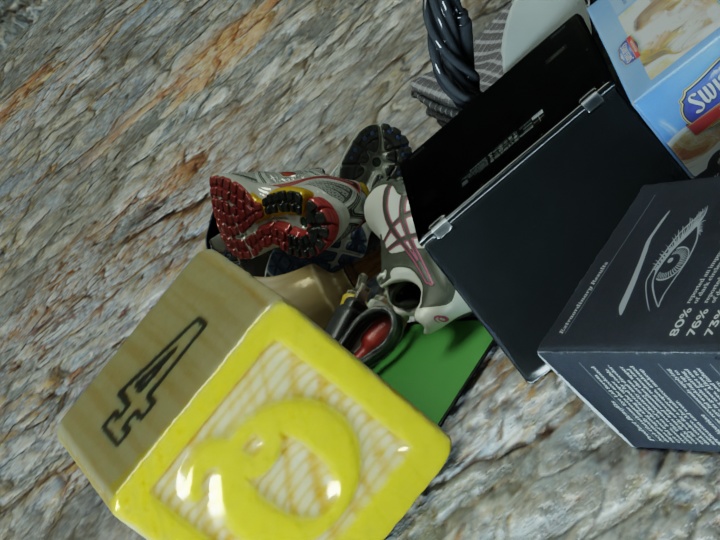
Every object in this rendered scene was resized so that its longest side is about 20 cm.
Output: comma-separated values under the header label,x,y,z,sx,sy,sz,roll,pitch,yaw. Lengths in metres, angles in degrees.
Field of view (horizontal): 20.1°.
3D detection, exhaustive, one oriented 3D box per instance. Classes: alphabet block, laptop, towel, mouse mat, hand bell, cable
label,x,y,z,sx,sy,sz,roll,pitch,yaw
alphabet block,-0.084,0.127,1.527,0.197,0.195,0.200,-53,24,-3
laptop,0.144,-0.058,1.522,0.187,0.116,0.200,-39,27,15
towel,0.145,-0.177,1.790,0.166,0.086,0.200,-48,22,-7
mouse mat,0.025,0.101,1.631,0.161,0.008,0.200,-55,24,-22
hand bell,0.000,0.000,1.780,0.199,0.104,0.104,-30,24,6
cable,-0.019,0.094,1.695,0.097,0.050,0.201,21,80,49
cable,0.106,-0.202,1.623,0.051,0.200,0.164,17,86,43

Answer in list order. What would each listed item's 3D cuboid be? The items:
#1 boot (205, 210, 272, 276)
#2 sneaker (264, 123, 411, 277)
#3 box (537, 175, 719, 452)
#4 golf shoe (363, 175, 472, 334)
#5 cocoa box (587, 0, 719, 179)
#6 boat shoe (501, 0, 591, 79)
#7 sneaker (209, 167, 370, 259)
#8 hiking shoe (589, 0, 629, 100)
label,x,y,z,sx,sy,sz,roll,pitch,yaw
boot,-0.122,0.012,1.930,0.075,0.097,0.200,-30,27,35
sneaker,-0.020,-0.042,1.891,0.200,0.077,0.085,-54,3,-5
box,0.231,0.026,1.258,0.148,0.104,0.200,-55,23,-19
golf shoe,0.040,-0.015,1.668,0.088,0.077,0.200,-41,31,-8
cocoa box,0.263,-0.150,1.458,0.133,0.131,0.200,-37,23,14
boat shoe,0.148,-0.133,1.608,0.070,0.201,0.064,1,0,9
sneaker,-0.065,-0.053,1.814,0.082,0.078,0.200,-23,22,-35
hiking shoe,0.236,-0.178,1.633,0.100,0.076,0.201,-1,62,6
